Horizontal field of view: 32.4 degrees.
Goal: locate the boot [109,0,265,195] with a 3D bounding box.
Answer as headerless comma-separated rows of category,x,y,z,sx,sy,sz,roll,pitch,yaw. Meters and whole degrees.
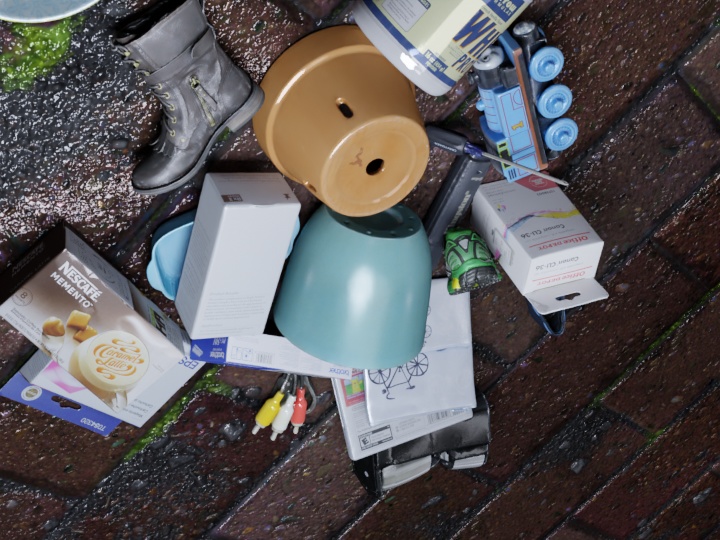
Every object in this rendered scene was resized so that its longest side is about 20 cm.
boot,-0.211,-0.194,1.330,0.200,0.069,0.174,-43,136,0

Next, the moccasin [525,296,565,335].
moccasin,0.279,0.020,1.833,0.080,0.068,0.201,-31,139,-1

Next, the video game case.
video game case,0.055,0.154,1.781,0.198,0.023,0.185,-17,102,-19

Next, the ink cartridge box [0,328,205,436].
ink cartridge box,-0.324,0.133,1.585,0.200,0.043,0.196,-46,138,12

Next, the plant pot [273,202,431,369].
plant pot,0.000,0.000,1.553,0.198,0.201,0.163,-4,121,-29

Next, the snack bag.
snack bag,0.081,0.115,1.757,0.186,0.021,0.203,-7,98,-26

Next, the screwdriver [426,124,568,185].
screwdriver,0.165,-0.136,1.532,0.028,0.198,0.029,-32,144,-55

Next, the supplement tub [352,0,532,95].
supplement tub,0.103,-0.308,1.348,0.200,0.146,0.144,-46,137,15

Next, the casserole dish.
casserole dish,-0.172,-0.037,1.519,0.198,0.039,0.122,-21,138,-12

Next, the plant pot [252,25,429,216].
plant pot,-0.009,-0.158,1.428,0.198,0.141,0.202,-18,138,-17

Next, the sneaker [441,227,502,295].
sneaker,0.148,-0.017,1.672,0.077,0.086,0.200,-15,175,0

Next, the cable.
cable,-0.086,0.154,1.746,0.096,0.051,0.202,1,129,-29

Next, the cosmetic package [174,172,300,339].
cosmetic package,-0.149,-0.017,1.471,0.100,0.074,0.202,-2,128,-30

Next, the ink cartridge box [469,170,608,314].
ink cartridge box,0.242,-0.040,1.652,0.115,0.201,0.068,-14,136,-20

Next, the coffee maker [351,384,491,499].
coffee maker,0.092,0.231,1.870,0.198,0.135,0.194,-14,135,-21

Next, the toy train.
toy train,0.199,-0.211,1.539,0.113,0.087,0.201,-24,130,-3

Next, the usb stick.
usb stick,0.117,-0.079,1.664,0.055,0.033,0.201,1,128,-38

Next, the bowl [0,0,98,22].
bowl,-0.298,-0.335,1.098,0.198,0.108,0.202,-17,137,-17

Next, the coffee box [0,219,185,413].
coffee box,-0.313,0.055,1.443,0.114,0.080,0.200,-38,120,7

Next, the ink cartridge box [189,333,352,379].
ink cartridge box,-0.114,0.109,1.617,0.198,0.093,0.045,12,81,-37
